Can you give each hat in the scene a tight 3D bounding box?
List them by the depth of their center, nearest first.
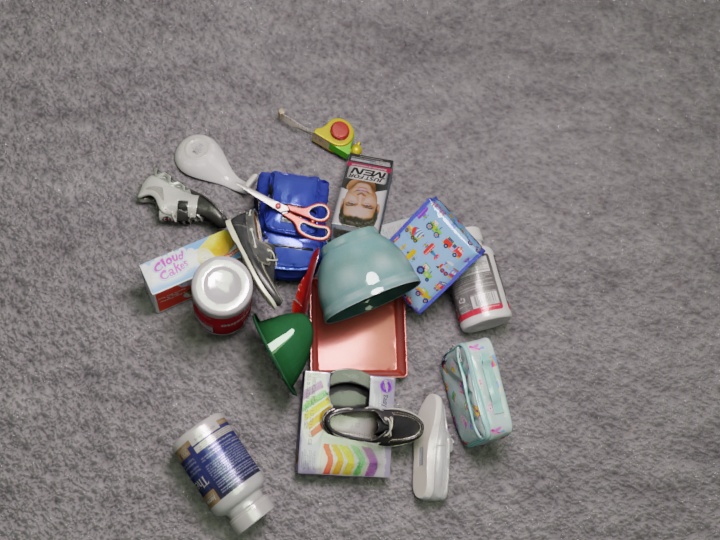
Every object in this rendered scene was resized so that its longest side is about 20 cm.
[{"bbox_3d":[-0.095,0.109,1.521,0.174,0.166,0.202,-28,120,-6],"label":"hat"}]

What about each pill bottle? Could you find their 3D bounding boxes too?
[{"bbox_3d":[-0.245,0.371,1.462,0.110,0.111,0.201,-33,80,-19],"label":"pill bottle"},{"bbox_3d":[-0.260,0.056,1.518,0.110,0.200,0.114,3,71,-9],"label":"pill bottle"},{"bbox_3d":[0.236,0.017,1.668,0.109,0.111,0.203,-10,74,-13],"label":"pill bottle"}]

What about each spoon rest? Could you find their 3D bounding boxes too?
[{"bbox_3d":[-0.302,-0.217,1.687,0.198,0.061,0.100,32,67,16],"label":"spoon rest"}]

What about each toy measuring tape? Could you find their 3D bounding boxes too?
[{"bbox_3d":[-0.080,-0.311,1.745,0.198,0.074,0.074,30,69,1],"label":"toy measuring tape"}]

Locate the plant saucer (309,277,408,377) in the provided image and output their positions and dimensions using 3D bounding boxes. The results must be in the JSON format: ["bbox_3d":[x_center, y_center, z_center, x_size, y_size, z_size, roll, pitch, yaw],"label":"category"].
[{"bbox_3d":[-0.006,0.118,1.627,0.196,0.037,0.203,1,73,-10],"label":"plant saucer"}]

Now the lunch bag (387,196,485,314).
[{"bbox_3d":[0.124,-0.022,1.602,0.200,0.094,0.151,-44,85,15],"label":"lunch bag"}]

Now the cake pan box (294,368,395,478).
[{"bbox_3d":[-0.028,0.290,1.545,0.181,0.052,0.204,7,81,-10],"label":"cake pan box"}]

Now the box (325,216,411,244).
[{"bbox_3d":[0.029,-0.044,1.684,0.197,0.049,0.083,-16,75,-15],"label":"box"}]

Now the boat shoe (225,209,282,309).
[{"bbox_3d":[-0.184,-0.023,1.488,0.067,0.072,0.202,-24,67,-7],"label":"boat shoe"}]

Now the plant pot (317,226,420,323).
[{"bbox_3d":[0.000,0.000,1.535,0.198,0.200,0.136,-20,80,-16],"label":"plant pot"}]

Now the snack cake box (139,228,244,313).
[{"bbox_3d":[-0.322,-0.001,1.572,0.198,0.115,0.068,-25,77,-17],"label":"snack cake box"}]

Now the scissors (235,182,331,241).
[{"bbox_3d":[-0.146,-0.109,1.515,0.197,0.014,0.074,14,83,-13],"label":"scissors"}]

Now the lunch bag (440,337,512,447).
[{"bbox_3d":[0.223,0.234,1.566,0.076,0.161,0.203,-11,74,-14],"label":"lunch bag"}]

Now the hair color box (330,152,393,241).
[{"bbox_3d":[0.005,-0.146,1.675,0.097,0.061,0.202,10,54,3],"label":"hair color box"}]

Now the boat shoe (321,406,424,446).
[{"bbox_3d":[0.027,0.287,1.498,0.197,0.060,0.075,10,81,-8],"label":"boat shoe"}]

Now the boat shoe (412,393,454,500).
[{"bbox_3d":[0.149,0.345,1.569,0.068,0.072,0.203,17,61,-27],"label":"boat shoe"}]

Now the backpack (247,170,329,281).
[{"bbox_3d":[-0.147,-0.087,1.608,0.160,0.168,0.203,6,77,-2],"label":"backpack"}]

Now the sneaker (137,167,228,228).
[{"bbox_3d":[-0.361,-0.122,1.631,0.198,0.074,0.089,29,69,11],"label":"sneaker"}]
